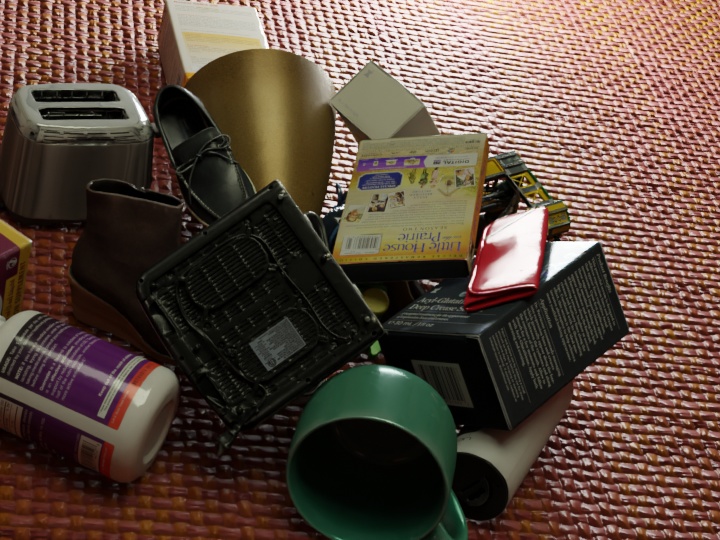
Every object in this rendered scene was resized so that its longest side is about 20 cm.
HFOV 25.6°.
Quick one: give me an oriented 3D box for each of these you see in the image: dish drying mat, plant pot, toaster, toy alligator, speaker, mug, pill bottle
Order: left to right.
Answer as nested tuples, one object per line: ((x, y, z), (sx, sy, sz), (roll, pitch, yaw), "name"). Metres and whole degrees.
((-0.274, 0.108, 1.458), (0.199, 0.113, 0.113), (23, 35, 8), "pill bottle")
((-0.319, -0.129, 1.749), (0.199, 0.129, 0.114), (-2, 39, -25), "toaster")
((-0.101, 0.046, 1.495), (0.200, 0.119, 0.181), (-36, 84, -7), "toaster")
((-0.110, -0.116, 1.801), (0.186, 0.187, 0.201), (5, 51, -16), "plant pot")
((0.000, 0.000, 1.688), (0.054, 0.059, 0.201), (9, 62, -11), "toy alligator")
((0.017, 0.177, 1.477), (0.151, 0.186, 0.115), (-4, 30, 12), "mug")
((0.146, 0.164, 1.589), (0.081, 0.081, 0.200), (26, 37, 13), "speaker")
((0.148, -0.014, 1.591), (0.077, 0.018, 0.200), (-15, 19, 16), "dish drying mat")

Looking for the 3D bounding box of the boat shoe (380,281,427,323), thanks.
((0.050, 0.049, 1.726), (0.070, 0.070, 0.200), (35, 15, -52), "boat shoe")

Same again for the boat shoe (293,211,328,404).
((-0.065, 0.034, 1.621), (0.072, 0.071, 0.201), (3, 68, -21), "boat shoe")

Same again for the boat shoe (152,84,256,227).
((-0.171, -0.119, 1.705), (0.074, 0.062, 0.200), (-27, 64, -4), "boat shoe")

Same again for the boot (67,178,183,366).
((-0.193, 0.006, 1.585), (0.199, 0.167, 0.072), (17, 35, 0), "boot")

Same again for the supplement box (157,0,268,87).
((-0.184, -0.264, 2.038), (0.126, 0.074, 0.200), (4, 37, -18), "supplement box")

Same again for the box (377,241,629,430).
((0.144, 0.060, 1.586), (0.200, 0.107, 0.148), (-34, 22, -36), "box")

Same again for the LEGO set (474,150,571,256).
((0.139, -0.030, 1.765), (0.116, 0.200, 0.154), (-17, 61, -23), "LEGO set")

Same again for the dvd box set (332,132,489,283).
((0.055, -0.068, 1.675), (0.146, 0.029, 0.200), (-3, 44, 15), "dvd box set")

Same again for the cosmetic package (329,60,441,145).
((0.050, -0.146, 1.872), (0.073, 0.200, 0.104), (-44, 56, -4), "cosmetic package")

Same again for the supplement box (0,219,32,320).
((-0.417, 0.033, 1.485), (0.103, 0.131, 0.200), (33, 39, 21), "supplement box")

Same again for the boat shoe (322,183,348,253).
((-0.005, -0.057, 1.823), (0.069, 0.084, 0.200), (42, 17, 17), "boat shoe")
